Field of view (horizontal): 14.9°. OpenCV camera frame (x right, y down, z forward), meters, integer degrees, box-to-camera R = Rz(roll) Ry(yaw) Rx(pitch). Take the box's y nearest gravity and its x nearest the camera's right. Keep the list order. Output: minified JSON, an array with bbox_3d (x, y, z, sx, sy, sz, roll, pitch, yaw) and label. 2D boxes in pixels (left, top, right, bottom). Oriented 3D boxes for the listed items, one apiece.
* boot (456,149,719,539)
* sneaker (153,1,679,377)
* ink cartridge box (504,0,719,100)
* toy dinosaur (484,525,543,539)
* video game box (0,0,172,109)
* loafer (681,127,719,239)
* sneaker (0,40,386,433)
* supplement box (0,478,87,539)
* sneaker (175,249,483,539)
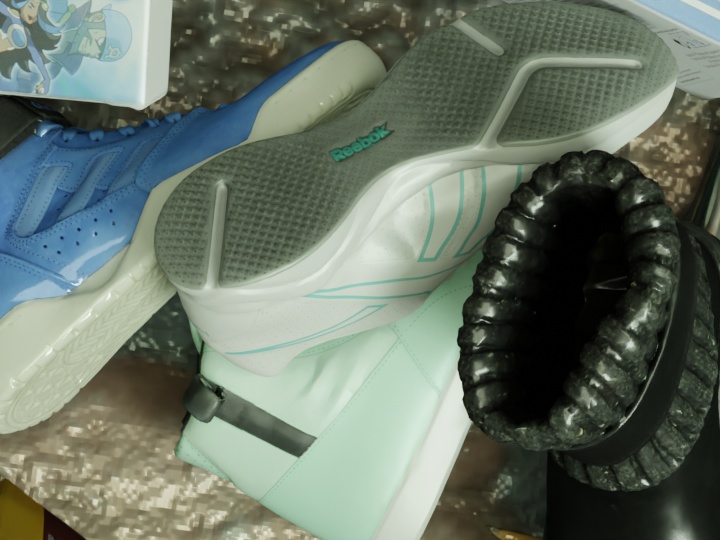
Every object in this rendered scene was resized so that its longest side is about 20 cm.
[{"bbox_3d":[0.088,0.069,0.974,0.079,0.158,0.211,-3,84,16],"label":"boot"},{"bbox_3d":[0.022,-0.031,0.985,0.200,0.080,0.070,-26,54,-8],"label":"sneaker"},{"bbox_3d":[0.074,-0.140,1.029,0.200,0.136,0.076,24,88,-8],"label":"ink cartridge box"},{"bbox_3d":[0.075,0.160,1.078,0.200,0.060,0.106,13,87,21],"label":"toy dinosaur"},{"bbox_3d":[-0.153,-0.164,0.960,0.182,0.047,0.200,6,101,10],"label":"video game box"},{"bbox_3d":[0.169,-0.036,1.083,0.072,0.063,0.200,27,90,-7],"label":"loafer"},{"bbox_3d":[-0.094,-0.042,1.026,0.200,0.077,0.111,-41,72,2],"label":"sneaker"},{"bbox_3d":[-0.093,0.198,0.997,0.200,0.197,0.133,39,88,-7],"label":"supplement box"},{"bbox_3d":[0.000,0.000,1.053,0.118,0.074,0.200,23,89,-4],"label":"sneaker"}]
